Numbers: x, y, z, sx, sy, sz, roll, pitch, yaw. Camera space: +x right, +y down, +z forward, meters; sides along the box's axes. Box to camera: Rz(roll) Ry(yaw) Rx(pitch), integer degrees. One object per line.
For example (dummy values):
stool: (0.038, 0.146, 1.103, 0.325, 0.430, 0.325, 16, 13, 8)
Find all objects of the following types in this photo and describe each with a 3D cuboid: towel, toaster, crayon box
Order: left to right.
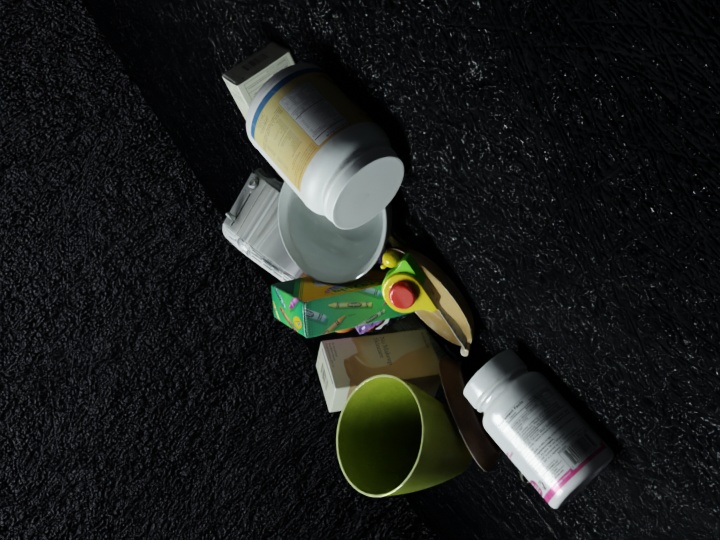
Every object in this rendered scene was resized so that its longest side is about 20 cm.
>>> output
toaster: (-0.137, -0.067, 1.445, 0.199, 0.130, 0.113, 38, 180, -41)
crayon box: (-0.026, 0.043, 1.335, 0.118, 0.197, 0.059, 23, 119, 57)
towel: (0.079, 0.001, 1.453, 0.086, 0.018, 0.201, 47, 166, 36)
towel: (0.086, 0.194, 1.568, 0.201, 0.191, 0.035, 51, 151, 18)

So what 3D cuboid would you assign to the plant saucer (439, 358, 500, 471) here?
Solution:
plant saucer: (0.190, 0.236, 1.441, 0.202, 0.034, 0.201, 60, -166, -26)

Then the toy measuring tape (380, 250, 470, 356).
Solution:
toy measuring tape: (0.087, 0.056, 1.285, 0.201, 0.073, 0.073, 54, 169, -15)

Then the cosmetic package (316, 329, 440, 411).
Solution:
cosmetic package: (0.032, 0.172, 1.484, 0.072, 0.197, 0.106, 104, 152, -46)

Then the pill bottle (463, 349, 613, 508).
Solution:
pill bottle: (0.241, 0.214, 1.181, 0.200, 0.113, 0.114, 49, 168, 24)

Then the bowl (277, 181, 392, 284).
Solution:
bowl: (-0.025, -0.085, 1.327, 0.202, 0.201, 0.090, 50, -151, 15)

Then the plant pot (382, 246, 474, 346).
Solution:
plant pot: (0.113, 0.036, 1.356, 0.200, 0.027, 0.201, 44, 163, 17)

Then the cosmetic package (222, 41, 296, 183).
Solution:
cosmetic package: (-0.123, -0.243, 1.354, 0.071, 0.105, 0.202, 40, 160, 52)

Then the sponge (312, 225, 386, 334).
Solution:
sponge: (0.000, 0.000, 1.445, 0.202, 0.111, 0.030, 62, 172, -26)

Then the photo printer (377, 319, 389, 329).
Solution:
photo printer: (-0.019, 0.025, 1.780, 0.166, 0.069, 0.201, 36, 159, 55)

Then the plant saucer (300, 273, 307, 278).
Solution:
plant saucer: (-0.081, -0.066, 1.611, 0.200, 0.034, 0.204, -2, -90, -76)

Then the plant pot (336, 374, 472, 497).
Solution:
plant pot: (0.093, 0.281, 1.410, 0.199, 0.189, 0.187, 20, -164, -44)

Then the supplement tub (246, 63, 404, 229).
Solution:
supplement tub: (-0.048, -0.168, 1.161, 0.200, 0.144, 0.145, 48, 167, 25)

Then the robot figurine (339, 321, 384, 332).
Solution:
robot figurine: (-0.017, 0.038, 1.561, 0.142, 0.200, 0.118, 25, 128, 21)

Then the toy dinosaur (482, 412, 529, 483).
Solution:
toy dinosaur: (0.267, 0.277, 1.395, 0.200, 0.076, 0.103, 52, -160, -41)
